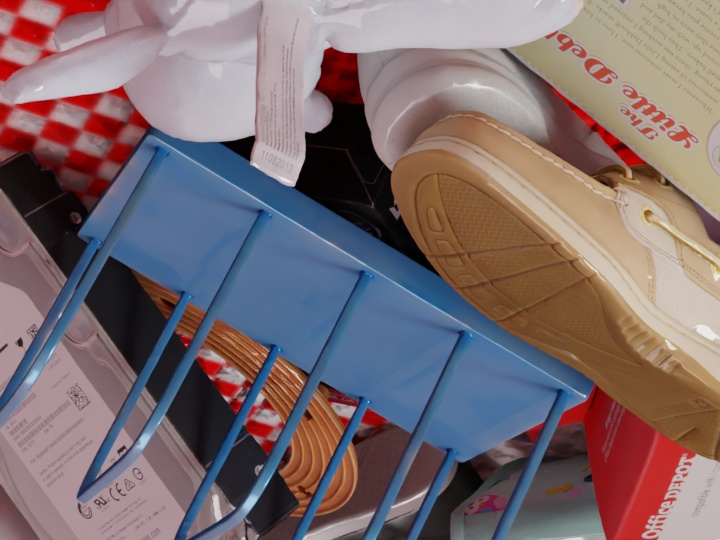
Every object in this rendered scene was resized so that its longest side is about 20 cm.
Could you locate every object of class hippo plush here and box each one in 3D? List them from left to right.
[{"bbox_3d":[-0.015,-0.096,0.717,0.159,0.201,0.161,16,161,-5],"label":"hippo plush"}]

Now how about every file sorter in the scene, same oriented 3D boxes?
[{"bbox_3d":[-0.036,0.056,0.878,0.200,0.123,0.139,30,158,-9],"label":"file sorter"}]

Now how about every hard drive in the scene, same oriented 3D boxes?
[{"bbox_3d":[-0.130,0.059,0.995,0.200,0.038,0.140,55,136,2],"label":"hard drive"}]

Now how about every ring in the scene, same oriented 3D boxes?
[{"bbox_3d":[-0.087,0.052,1.050,0.200,0.019,0.201,23,150,14],"label":"ring"}]

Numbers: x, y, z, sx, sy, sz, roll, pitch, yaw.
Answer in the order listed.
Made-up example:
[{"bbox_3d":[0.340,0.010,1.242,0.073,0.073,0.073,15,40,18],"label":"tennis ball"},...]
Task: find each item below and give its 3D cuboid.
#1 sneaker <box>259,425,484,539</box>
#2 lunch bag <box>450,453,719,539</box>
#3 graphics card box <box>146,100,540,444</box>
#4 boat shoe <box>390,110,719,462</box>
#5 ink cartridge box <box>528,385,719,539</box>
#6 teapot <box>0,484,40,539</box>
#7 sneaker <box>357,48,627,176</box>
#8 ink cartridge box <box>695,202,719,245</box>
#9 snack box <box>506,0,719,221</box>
[{"bbox_3d":[-0.011,0.147,1.184,0.199,0.071,0.099,-19,134,29],"label":"sneaker"},{"bbox_3d":[0.154,0.150,1.114,0.170,0.122,0.200,-8,150,25],"label":"lunch bag"},{"bbox_3d":[0.000,0.000,0.946,0.125,0.051,0.200,11,152,31],"label":"graphics card box"},{"bbox_3d":[0.094,-0.003,0.795,0.200,0.069,0.074,38,151,-29],"label":"boat shoe"},{"bbox_3d":[0.164,0.059,0.912,0.199,0.067,0.116,-4,147,-7],"label":"ink cartridge box"},{"bbox_3d":[-0.181,0.136,1.110,0.199,0.198,0.146,8,141,-24],"label":"teapot"},{"bbox_3d":[0.058,-0.053,0.850,0.075,0.089,0.200,-30,144,12],"label":"sneaker"},{"bbox_3d":[0.165,0.014,0.975,0.199,0.042,0.120,10,147,0],"label":"ink cartridge box"},{"bbox_3d":[0.141,-0.071,0.744,0.200,0.037,0.116,40,137,8],"label":"snack box"}]
